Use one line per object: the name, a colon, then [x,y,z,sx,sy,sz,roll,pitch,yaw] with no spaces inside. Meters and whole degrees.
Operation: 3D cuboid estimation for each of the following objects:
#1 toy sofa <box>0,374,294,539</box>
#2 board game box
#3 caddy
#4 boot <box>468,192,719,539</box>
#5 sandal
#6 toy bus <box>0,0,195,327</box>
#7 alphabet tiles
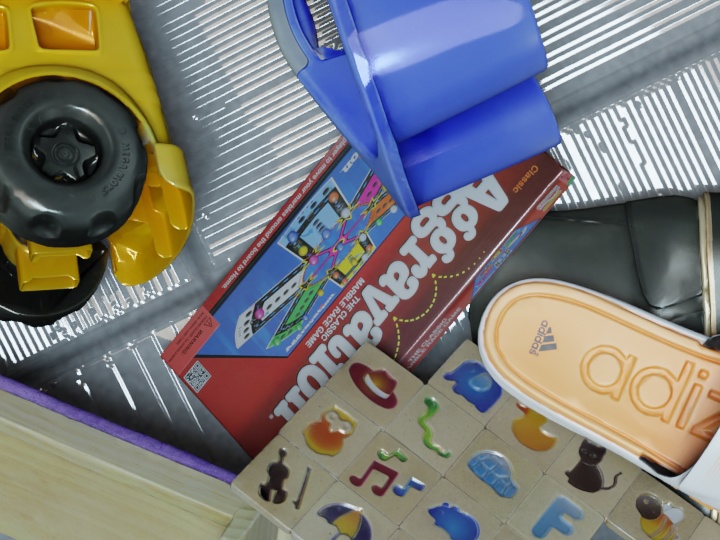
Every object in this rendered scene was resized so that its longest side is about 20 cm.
toy sofa: [-0.122,0.092,0.827,0.199,0.098,0.083,20,125,16]
board game box: [0.000,0.000,0.850,0.103,0.019,0.200,44,100,26]
caddy: [0.012,-0.121,0.782,0.105,0.141,0.201,-18,63,2]
boot: [0.113,0.064,0.846,0.138,0.077,0.201,1,83,10]
sandal: [0.145,0.061,0.770,0.206,0.059,0.079,21,87,9]
toy bus: [-0.188,-0.079,0.801,0.199,0.136,0.193,-6,73,-20]
alphabet tiles: [0.051,0.119,0.763,0.200,0.008,0.167,36,55,13]
